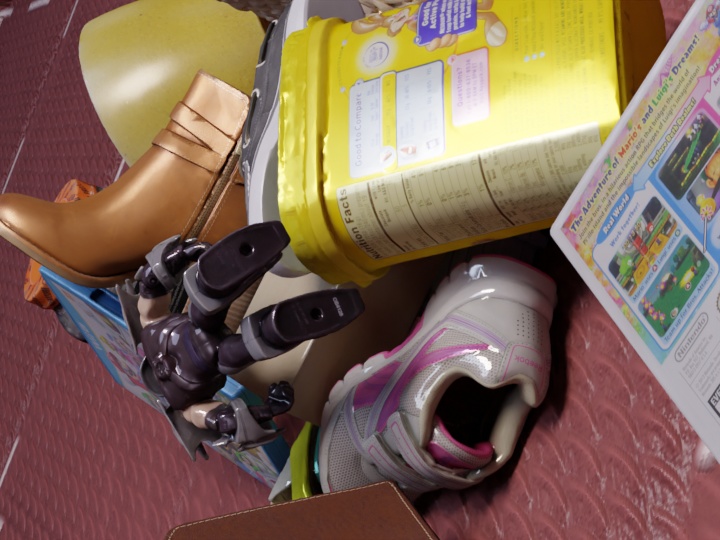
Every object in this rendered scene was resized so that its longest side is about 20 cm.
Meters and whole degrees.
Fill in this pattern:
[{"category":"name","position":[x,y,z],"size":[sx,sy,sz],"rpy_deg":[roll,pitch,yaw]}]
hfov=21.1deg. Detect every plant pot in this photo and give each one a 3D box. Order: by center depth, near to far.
[{"category":"plant pot","position":[-0.118,-0.159,1.616],"size":[0.142,0.200,0.200],"rpy_deg":[-30,34,19]}]

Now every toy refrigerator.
[{"category":"toy refrigerator","position":[0.001,-0.007,1.164],"size":[0.076,0.070,0.201],"rpy_deg":[25,89,53]}]

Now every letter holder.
[{"category":"letter holder","position":[-0.018,0.198,0.976],"size":[0.200,0.141,0.101],"rpy_deg":[-136,39,-69]}]

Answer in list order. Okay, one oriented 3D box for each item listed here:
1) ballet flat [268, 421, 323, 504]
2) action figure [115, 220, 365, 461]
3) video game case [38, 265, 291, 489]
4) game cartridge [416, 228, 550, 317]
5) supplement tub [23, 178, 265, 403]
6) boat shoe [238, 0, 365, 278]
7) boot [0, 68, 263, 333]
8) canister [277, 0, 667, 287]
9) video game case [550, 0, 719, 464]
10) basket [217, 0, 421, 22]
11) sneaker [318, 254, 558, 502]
[{"category":"ballet flat","position":[-0.026,0.153,1.183],"size":[0.067,0.067,0.201],"rpy_deg":[-29,41,27]},{"category":"action figure","position":[-0.077,0.037,1.084],"size":[0.069,0.130,0.200],"rpy_deg":[-35,0,-29]},{"category":"video game case","position":[-0.123,0.075,1.301],"size":[0.200,0.143,0.018],"rpy_deg":[30,69,35]},{"category":"game cartridge","position":[0.089,-0.072,1.181],"size":[0.129,0.038,0.201],"rpy_deg":[-12,58,62]},{"category":"supplement tub","position":[-0.139,0.013,1.434],"size":[0.123,0.199,0.123],"rpy_deg":[-51,26,37]},{"category":"boat shoe","position":[-0.043,-0.079,1.147],"size":[0.066,0.070,0.201],"rpy_deg":[-27,50,46]},{"category":"boot","position":[-0.132,-0.059,1.256],"size":[0.074,0.199,0.155],"rpy_deg":[-131,61,-76]},{"category":"canister","position":[0.062,-0.083,1.041],"size":[0.199,0.087,0.149],"rpy_deg":[-13,62,27]},{"category":"video game case","position":[0.179,-0.042,0.862],"size":[0.200,0.024,0.182],"rpy_deg":[-59,37,24]},{"category":"basket","position":[-0.002,-0.241,1.350],"size":[0.162,0.197,0.200],"rpy_deg":[-70,20,1]},{"category":"sneaker","position":[0.038,0.084,1.079],"size":[0.200,0.081,0.088],"rpy_deg":[-54,22,35]}]
